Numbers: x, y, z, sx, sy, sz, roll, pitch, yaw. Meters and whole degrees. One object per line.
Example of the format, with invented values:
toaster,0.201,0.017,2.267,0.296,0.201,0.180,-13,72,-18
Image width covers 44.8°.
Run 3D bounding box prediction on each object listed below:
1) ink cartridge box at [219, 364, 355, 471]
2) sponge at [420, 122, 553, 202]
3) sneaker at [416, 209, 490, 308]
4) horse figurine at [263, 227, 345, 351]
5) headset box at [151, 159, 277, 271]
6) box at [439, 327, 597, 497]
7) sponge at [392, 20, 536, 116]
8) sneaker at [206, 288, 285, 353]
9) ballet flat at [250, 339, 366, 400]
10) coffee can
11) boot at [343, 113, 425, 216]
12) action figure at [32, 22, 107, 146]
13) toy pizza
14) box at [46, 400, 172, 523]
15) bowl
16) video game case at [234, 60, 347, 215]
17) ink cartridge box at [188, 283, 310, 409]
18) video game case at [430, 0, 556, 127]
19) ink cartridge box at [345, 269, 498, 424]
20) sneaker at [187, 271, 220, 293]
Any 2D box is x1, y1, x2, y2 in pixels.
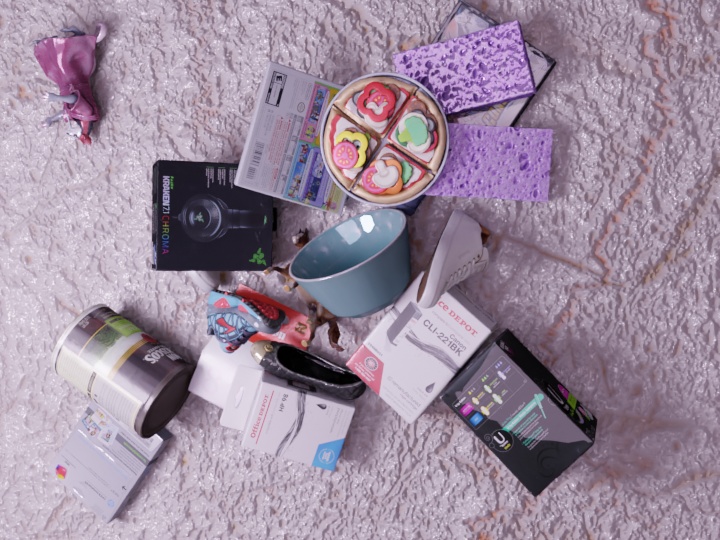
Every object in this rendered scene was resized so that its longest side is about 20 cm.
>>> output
ink cartridge box,-0.121,0.239,1.421,0.199,0.067,0.116,17,99,-9
sponge,0.189,-0.166,1.332,0.199,0.030,0.112,3,99,-2
sneaker,0.147,-0.011,1.303,0.084,0.200,0.073,27,139,2
horse figurine,-0.083,0.041,1.417,0.050,0.133,0.201,-27,97,26
headset box,-0.234,-0.085,1.415,0.199,0.093,0.175,1,91,-19
box,0.239,0.207,1.309,0.200,0.148,0.124,45,105,9
sponge,0.157,-0.299,1.330,0.199,0.030,0.112,-12,89,16
sneaker,-0.188,0.092,1.411,0.200,0.079,0.096,11,86,57
ballet flat,-0.083,0.152,1.417,0.199,0.067,0.057,20,138,2
coffee can,-0.403,0.171,1.492,0.199,0.146,0.147,32,101,12
boot,0.023,-0.171,1.376,0.199,0.073,0.091,32,105,-1
action figure,-0.499,-0.318,1.535,0.148,0.134,0.201,-22,102,-26
toy pizza,0.033,-0.195,1.310,0.199,0.032,0.201,2,100,12
box,-0.452,0.328,1.571,0.156,0.041,0.200,37,101,11
bowl,0.000,0.000,1.358,0.200,0.201,0.105,-20,113,16
video game case,-0.088,-0.208,1.390,0.181,0.022,0.201,15,93,-19
ink cartridge box,-0.184,0.147,1.480,0.162,0.057,0.201,25,104,13
video game case,0.173,-0.289,1.363,0.180,0.025,0.200,36,102,11
ink cartridge box,0.098,0.116,1.378,0.144,0.084,0.200,41,102,10
sneaker,-0.268,-0.064,1.477,0.084,0.073,0.201,-22,86,18
